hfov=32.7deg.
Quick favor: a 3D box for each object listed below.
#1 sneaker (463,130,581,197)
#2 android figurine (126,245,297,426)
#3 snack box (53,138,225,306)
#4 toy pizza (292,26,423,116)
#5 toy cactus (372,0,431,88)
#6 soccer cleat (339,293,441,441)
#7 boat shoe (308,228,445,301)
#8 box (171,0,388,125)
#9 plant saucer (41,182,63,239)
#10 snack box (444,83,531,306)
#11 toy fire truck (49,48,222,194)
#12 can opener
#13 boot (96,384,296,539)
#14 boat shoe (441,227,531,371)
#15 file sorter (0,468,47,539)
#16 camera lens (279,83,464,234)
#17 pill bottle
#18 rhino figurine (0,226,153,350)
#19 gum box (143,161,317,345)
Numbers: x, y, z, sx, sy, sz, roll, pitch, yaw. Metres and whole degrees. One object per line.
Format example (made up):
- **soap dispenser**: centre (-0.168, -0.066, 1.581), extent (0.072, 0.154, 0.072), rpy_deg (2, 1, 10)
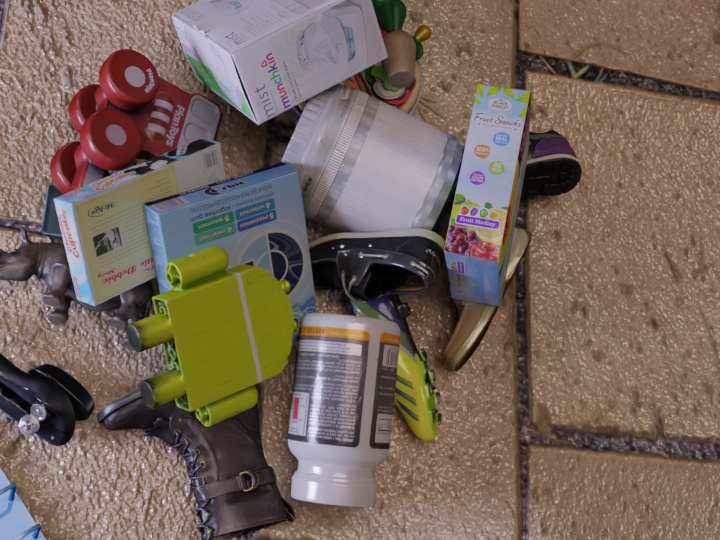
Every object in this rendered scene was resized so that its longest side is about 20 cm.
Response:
- **sneaker**: centre (0.173, -0.138, 1.554), extent (0.198, 0.076, 0.088), rpy_deg (-1, 43, -10)
- **android figurine**: centre (-0.147, 0.067, 1.289), extent (0.199, 0.041, 0.184), rpy_deg (-24, 109, -36)
- **snack box**: centre (-0.226, -0.055, 1.320), extent (0.199, 0.037, 0.117), rpy_deg (-28, 121, -39)
- **toy pizza**: centre (-0.012, -0.260, 1.543), extent (0.198, 0.032, 0.202), rpy_deg (6, 71, -16)
- **toy cactus**: centre (0.030, -0.291, 1.458), extent (0.101, 0.201, 0.166), rpy_deg (-10, 58, 6)
- **soccer cleat**: centre (0.035, 0.107, 1.432), extent (0.083, 0.065, 0.202), rpy_deg (-21, 83, 8)
- **boat shoe**: centre (0.000, 0.000, 1.384), extent (0.072, 0.198, 0.068), rpy_deg (53, 42, -42)
- **box**: centre (-0.097, -0.272, 1.409), extent (0.176, 0.200, 0.097), rpy_deg (-31, 124, -14)
- **plant saucer**: centre (-0.259, -0.052, 1.396), extent (0.198, 0.019, 0.070), rpy_deg (9, 55, -16)
- **snack box**: centre (0.145, -0.082, 1.386), extent (0.067, 0.169, 0.202), rpy_deg (11, 73, 10)
- **toy fire truck**: centre (-0.245, -0.138, 1.387), extent (0.167, 0.112, 0.202), rpy_deg (26, 56, -26)
- **can opener**: centre (-0.380, 0.115, 1.297), extent (0.199, 0.079, 0.064), rpy_deg (32, 105, -2)
- **boot**: centre (-0.174, 0.210, 1.316), extent (0.198, 0.069, 0.176), rpy_deg (-5, 73, -21)
- **boat shoe**: centre (0.138, 0.027, 1.481), extent (0.066, 0.074, 0.201), rpy_deg (27, 65, 7)
- **file sorter**: centre (-0.395, 0.253, 1.203), extent (0.138, 0.123, 0.201), rpy_deg (-33, 85, -23)
- **camera lens**: centre (0.011, -0.115, 1.429), extent (0.199, 0.160, 0.161), rpy_deg (25, 67, -5)
- **pill bottle**: centre (-0.020, 0.151, 1.346), extent (0.115, 0.116, 0.202), rpy_deg (8, 84, -15)
- **rhino figurine**: centre (-0.319, 0.011, 1.340), extent (0.198, 0.060, 0.088), rpy_deg (21, 51, -9)
- **gum box**: centre (-0.136, 0.002, 1.345), extent (0.169, 0.044, 0.202), rpy_deg (-19, 117, -26)
